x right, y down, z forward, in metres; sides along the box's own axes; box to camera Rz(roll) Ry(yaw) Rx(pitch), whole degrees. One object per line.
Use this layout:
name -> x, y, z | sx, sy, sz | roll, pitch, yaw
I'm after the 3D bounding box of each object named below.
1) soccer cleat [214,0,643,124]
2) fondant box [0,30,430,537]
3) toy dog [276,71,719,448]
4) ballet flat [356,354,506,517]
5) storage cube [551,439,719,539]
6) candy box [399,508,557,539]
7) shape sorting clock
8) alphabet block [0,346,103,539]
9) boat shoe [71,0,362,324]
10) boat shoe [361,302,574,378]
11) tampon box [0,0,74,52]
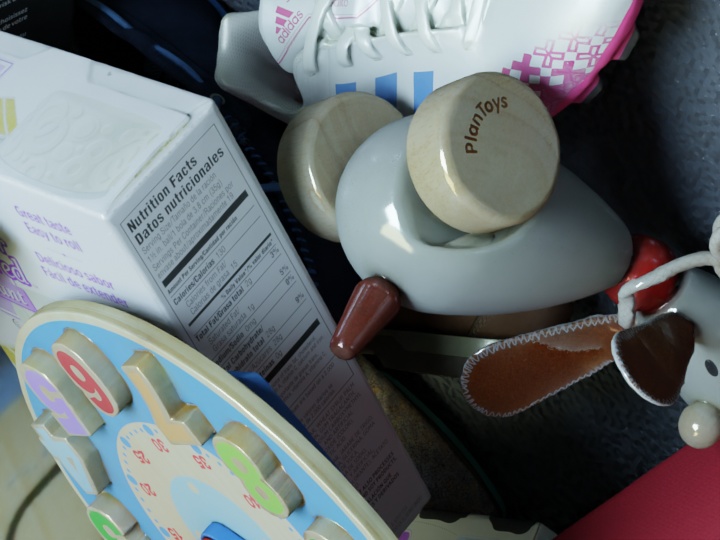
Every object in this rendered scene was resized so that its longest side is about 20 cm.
soccer cleat -> 0.018, -0.081, 0.897 | 0.086, 0.070, 0.200 | 15, 162, -27
fondant box -> -0.074, 0.014, 0.920 | 0.144, 0.058, 0.201 | 20, 148, 42
toy dog -> 0.059, 0.014, 0.877 | 0.199, 0.097, 0.132 | 24, 162, -8
ballet flat -> -0.023, 0.057, 1.132 | 0.200, 0.067, 0.068 | 48, 153, 0
storage cube -> 0.151, 0.177, 0.904 | 0.180, 0.199, 0.172 | 29, 148, 57
candy box -> 0.051, 0.162, 1.090 | 0.167, 0.072, 0.199 | 35, 159, -32
shape sorting clock -> -0.042, 0.090, 0.879 | 0.199, 0.039, 0.200 | 33, 156, 17
alphabet block -> -0.177, 0.087, 1.229 | 0.196, 0.195, 0.201 | 18, 139, 44
boat shoe -> -0.062, -0.034, 0.998 | 0.200, 0.068, 0.085 | 50, 128, 44
boat shoe -> 0.000, 0.000, 1.036 | 0.199, 0.072, 0.069 | 6, 93, 34
tampon box -> -0.192, -0.154, 0.953 | 0.150, 0.126, 0.201 | 44, 147, 25
